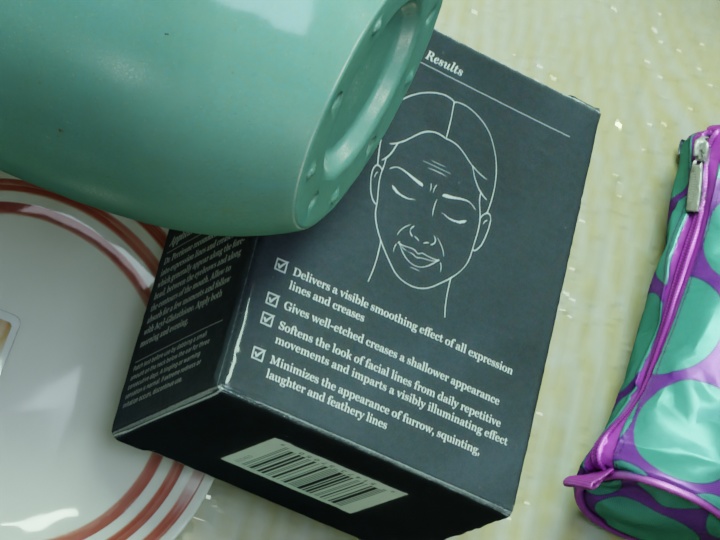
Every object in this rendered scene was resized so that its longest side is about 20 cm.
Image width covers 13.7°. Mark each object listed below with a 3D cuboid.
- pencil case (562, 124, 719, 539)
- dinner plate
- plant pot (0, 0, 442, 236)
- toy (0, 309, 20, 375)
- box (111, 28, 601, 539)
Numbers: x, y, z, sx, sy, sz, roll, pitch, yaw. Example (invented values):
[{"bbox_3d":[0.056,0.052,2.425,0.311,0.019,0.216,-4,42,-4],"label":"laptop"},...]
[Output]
[{"bbox_3d":[0.163,0.029,1.398,0.092,0.085,0.200,31,67,-32],"label":"pencil case"},{"bbox_3d":[-0.151,0.046,1.292,0.200,0.024,0.200,5,77,-23],"label":"dinner plate"},{"bbox_3d":[-0.062,-0.106,1.170,0.161,0.201,0.201,27,67,10],"label":"plant pot"},{"bbox_3d":[-0.249,0.032,1.218,0.200,0.047,0.115,22,72,-7],"label":"toy"},{"bbox_3d":[0.000,0.000,1.304,0.148,0.107,0.200,25,65,-23],"label":"box"}]
